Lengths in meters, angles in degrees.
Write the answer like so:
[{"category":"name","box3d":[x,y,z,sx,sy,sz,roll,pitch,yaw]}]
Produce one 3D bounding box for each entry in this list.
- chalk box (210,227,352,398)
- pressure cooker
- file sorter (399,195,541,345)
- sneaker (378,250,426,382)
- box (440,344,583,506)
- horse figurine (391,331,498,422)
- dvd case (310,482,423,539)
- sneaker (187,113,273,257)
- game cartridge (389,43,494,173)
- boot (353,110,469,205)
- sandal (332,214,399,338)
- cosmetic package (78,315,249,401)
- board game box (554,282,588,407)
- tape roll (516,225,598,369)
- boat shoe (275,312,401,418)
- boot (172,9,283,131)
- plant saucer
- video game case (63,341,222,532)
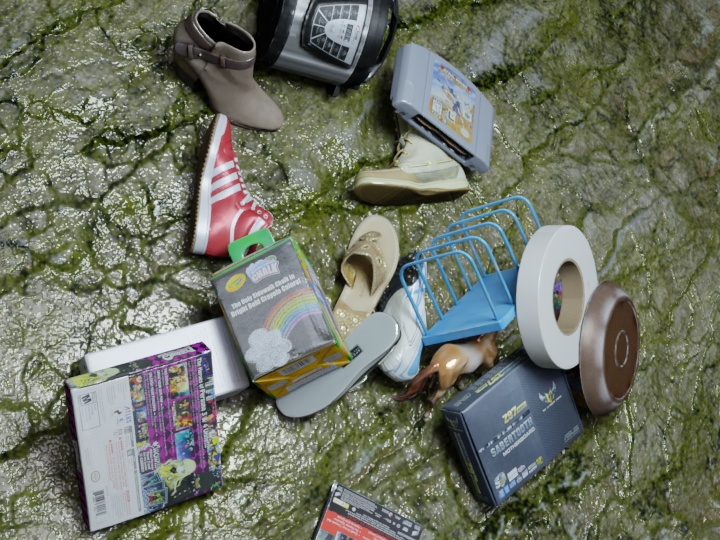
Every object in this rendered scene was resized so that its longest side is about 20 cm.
[{"category":"chalk box","box3d":[-0.111,0.045,1.506,0.123,0.124,0.202,-25,71,2]},{"category":"pressure cooker","box3d":[-0.042,-0.366,1.674,0.197,0.176,0.181,12,65,-21]},{"category":"file sorter","box3d":[0.166,-0.003,1.618,0.200,0.138,0.124,-40,108,-47]},{"category":"sneaker","box3d":[0.066,0.066,1.646,0.072,0.071,0.202,39,51,-43]},{"category":"box","box3d":[0.220,0.214,1.636,0.199,0.051,0.159,-33,110,-30]},{"category":"horse figurine","box3d":[0.137,0.135,1.608,0.198,0.134,0.050,-21,49,-35]},{"category":"dvd case","box3d":[-0.010,0.404,1.519,0.145,0.022,0.202,28,63,-13]},{"category":"sneaker","box3d":[-0.172,-0.113,1.590,0.111,0.071,0.203,10,77,-16]},{"category":"game cartridge","box3d":[0.128,-0.249,1.724,0.199,0.041,0.135,32,55,-32]},{"category":"boot","box3d":[0.065,-0.182,1.717,0.198,0.072,0.157,-3,75,-32]},{"category":"sandal","box3d":[0.006,0.002,1.620,0.077,0.070,0.214,16,67,8]},{"category":"cosmetic package","box3d":[-0.253,0.135,1.473,0.198,0.074,0.103,-14,79,-25]},{"category":"board game box","box3d":[0.356,0.107,1.766,0.156,0.039,0.203,-2,74,-24]},{"category":"tape roll","box3d":[0.278,0.037,1.606,0.202,0.037,0.206,-1,91,-56]},{"category":"boat shoe","box3d":[-0.025,0.136,1.563,0.199,0.064,0.071,-35,71,-1]},{"category":"boot","box3d":[-0.176,-0.279,1.601,0.198,0.146,0.071,27,62,-14]},{"category":"plant saucer","box3d":[0.374,0.116,1.694,0.199,0.032,0.203,-7,99,-56]},{"category":"video game case","box3d":[-0.262,0.203,1.403,0.179,0.036,0.203,-15,117,-27]}]
